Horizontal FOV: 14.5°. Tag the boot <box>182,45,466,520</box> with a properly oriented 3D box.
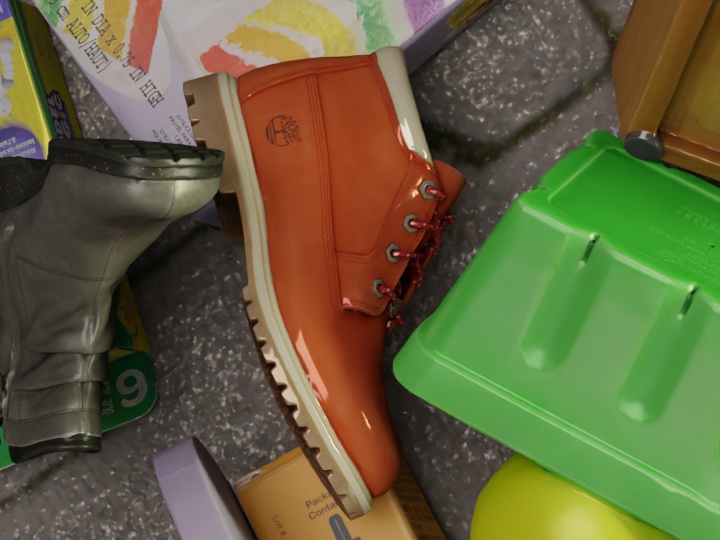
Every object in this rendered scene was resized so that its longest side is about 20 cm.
[{"bbox_3d":[0.000,0.000,1.178,0.107,0.075,0.200,-14,76,-2],"label":"boot"}]

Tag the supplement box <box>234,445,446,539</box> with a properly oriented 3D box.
[{"bbox_3d":[0.022,0.165,1.210,0.066,0.069,0.200,-29,80,12],"label":"supplement box"}]

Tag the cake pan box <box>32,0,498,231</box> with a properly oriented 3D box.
[{"bbox_3d":[-0.055,-0.151,1.266,0.184,0.052,0.200,-37,77,9],"label":"cake pan box"}]

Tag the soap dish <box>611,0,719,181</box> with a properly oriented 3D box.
[{"bbox_3d":[0.188,-0.098,1.100,0.157,0.200,0.081,20,59,3],"label":"soap dish"}]

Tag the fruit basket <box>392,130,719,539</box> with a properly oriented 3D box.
[{"bbox_3d":[0.114,0.075,1.153,0.215,0.155,0.216,11,116,23],"label":"fruit basket"}]

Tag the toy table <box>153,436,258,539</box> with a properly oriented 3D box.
[{"bbox_3d":[-0.074,0.185,1.187,0.117,0.184,0.200,-28,84,1],"label":"toy table"}]

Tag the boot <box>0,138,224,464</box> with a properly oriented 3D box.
[{"bbox_3d":[-0.111,0.015,1.173,0.068,0.200,0.131,3,85,-26],"label":"boot"}]

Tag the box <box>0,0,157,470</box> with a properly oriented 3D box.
[{"bbox_3d":[-0.174,-0.011,1.293,0.117,0.048,0.200,-22,82,14],"label":"box"}]
